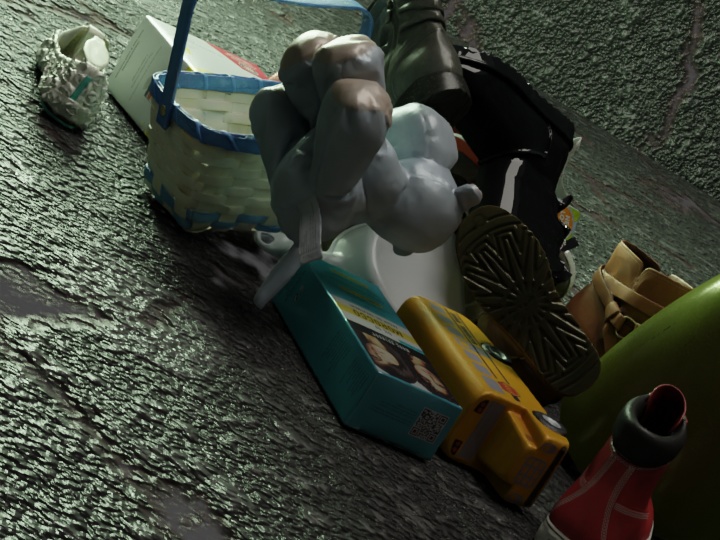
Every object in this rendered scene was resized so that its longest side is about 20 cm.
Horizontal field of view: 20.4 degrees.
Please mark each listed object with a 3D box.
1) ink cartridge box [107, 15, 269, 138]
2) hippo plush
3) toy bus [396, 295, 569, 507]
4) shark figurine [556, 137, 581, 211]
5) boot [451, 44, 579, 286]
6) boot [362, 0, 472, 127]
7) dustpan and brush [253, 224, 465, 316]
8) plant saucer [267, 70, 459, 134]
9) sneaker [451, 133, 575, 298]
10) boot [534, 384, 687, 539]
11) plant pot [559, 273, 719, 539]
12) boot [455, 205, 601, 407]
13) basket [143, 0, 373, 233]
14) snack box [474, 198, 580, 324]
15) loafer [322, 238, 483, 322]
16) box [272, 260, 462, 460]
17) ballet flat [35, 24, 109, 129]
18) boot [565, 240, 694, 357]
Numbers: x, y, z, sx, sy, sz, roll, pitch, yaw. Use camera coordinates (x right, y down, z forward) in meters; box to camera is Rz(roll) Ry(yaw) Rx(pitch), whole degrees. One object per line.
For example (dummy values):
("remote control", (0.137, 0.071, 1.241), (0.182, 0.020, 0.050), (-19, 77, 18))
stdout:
("ink cartridge box", (-0.125, -0.135, 1.830), (0.145, 0.084, 0.200), (22, 18, -39))
("hippo plush", (0.019, -0.080, 1.509), (0.160, 0.159, 0.201), (12, 57, -30))
("toy bus", (0.086, 0.099, 1.551), (0.078, 0.065, 0.200), (26, 16, -30))
("shark figurine", (0.125, -0.073, 2.000), (0.127, 0.215, 0.090), (13, 59, -20))
("boot", (0.112, -0.081, 1.701), (0.073, 0.164, 0.198), (-14, -33, 42))
("boot", (0.024, -0.155, 1.671), (0.067, 0.200, 0.131), (6, 60, -32))
("dustpan and brush", (0.000, 0.000, 1.659), (0.199, 0.057, 0.140), (28, 49, -38))
("plant saucer", (0.032, -0.163, 1.964), (0.199, 0.037, 0.200), (11, 0, 34))
("sneaker", (0.112, -0.029, 1.783), (0.200, 0.077, 0.082), (45, 44, -22))
("boot", (0.211, 0.147, 1.509), (0.072, 0.145, 0.200), (35, 12, 15))
("plant pot", (0.293, 0.092, 1.649), (0.186, 0.200, 0.188), (20, 38, -17))
("boot", (0.121, 0.038, 1.653), (0.176, 0.066, 0.200), (61, -7, 1))
("basket", (-0.090, -0.134, 1.629), (0.175, 0.201, 0.139), (5, 29, -35))
("snack box", (0.094, -0.036, 1.865), (0.199, 0.143, 0.053), (29, -17, -20))
("loafer", (0.029, -0.013, 1.754), (0.199, 0.068, 0.076), (23, 51, -13))
("box", (0.002, 0.061, 1.522), (0.082, 0.049, 0.200), (25, 16, -29))
("ballet flat", (-0.243, -0.179, 1.753), (0.071, 0.072, 0.200), (28, 14, -19))
("boot", (0.265, 0.082, 1.825), (0.076, 0.156, 0.200), (16, 22, -52))
